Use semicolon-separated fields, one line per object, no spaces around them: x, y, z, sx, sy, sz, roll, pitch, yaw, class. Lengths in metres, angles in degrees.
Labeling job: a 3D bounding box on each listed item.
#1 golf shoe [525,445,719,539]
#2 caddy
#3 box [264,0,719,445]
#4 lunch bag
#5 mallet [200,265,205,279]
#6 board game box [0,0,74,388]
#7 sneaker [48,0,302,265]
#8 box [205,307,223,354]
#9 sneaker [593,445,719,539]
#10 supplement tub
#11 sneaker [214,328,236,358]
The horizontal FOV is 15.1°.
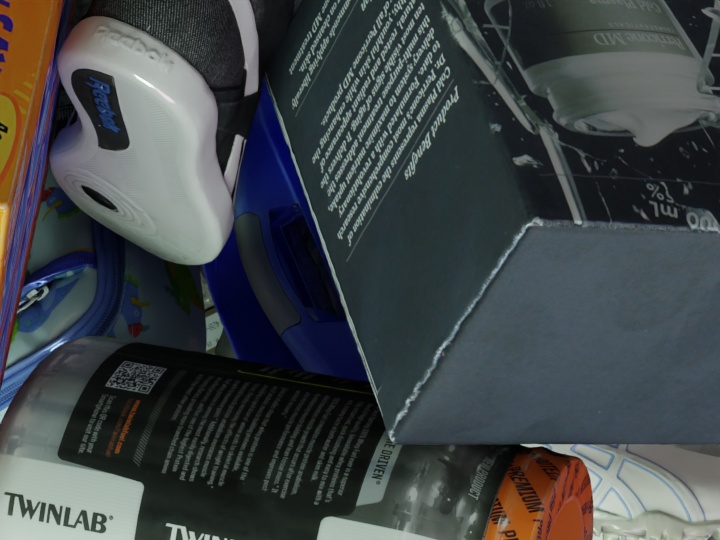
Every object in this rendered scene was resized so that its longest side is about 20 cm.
0.099;0.071;1.195;0.200;0.097;0.078;8;178;-23;golf shoe
0.000;0.000;1.079;0.105;0.200;0.141;-3;146;-35;caddy
0.089;-0.049;0.962;0.200;0.197;0.124;2;141;-28;box
-0.158;0.030;1.118;0.200;0.161;0.082;-31;130;22;lunch bag
-0.048;0.052;1.197;0.066;0.200;0.041;-16;-176;14;mallet
-0.206;-0.052;0.906;0.199;0.200;0.200;10;141;-5;board game box
-0.053;-0.077;0.962;0.073;0.112;0.200;30;164;2;sneaker
-0.070;0.093;1.364;0.121;0.032;0.200;-26;146;11;box
0.150;0.082;1.277;0.071;0.073;0.200;21;124;-22;sneaker
-0.025;0.097;0.970;0.200;0.123;0.123;9;151;19;supplement tub
0.004;0.057;1.282;0.200;0.071;0.099;26;96;-38;sneaker
